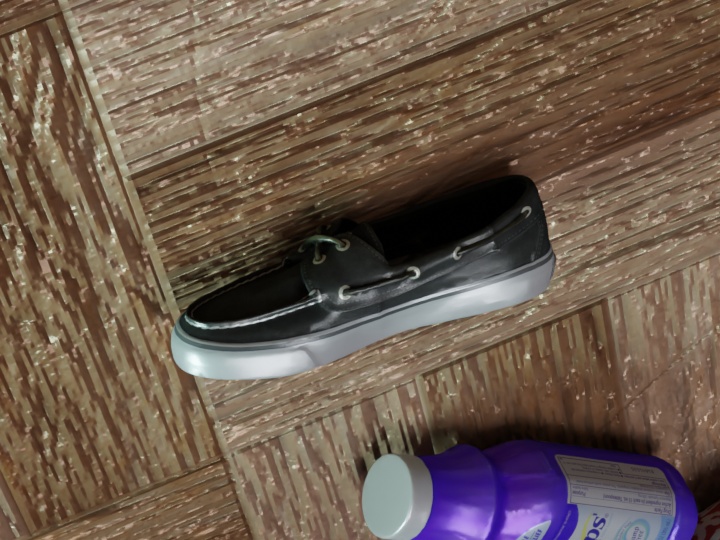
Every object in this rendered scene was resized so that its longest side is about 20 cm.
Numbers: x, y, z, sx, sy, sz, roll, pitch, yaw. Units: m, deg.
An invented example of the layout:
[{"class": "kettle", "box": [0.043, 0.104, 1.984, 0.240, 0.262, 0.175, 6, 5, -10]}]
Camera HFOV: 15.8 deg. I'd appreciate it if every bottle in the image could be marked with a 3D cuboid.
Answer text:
[{"class": "bottle", "box": [0.094, 0.135, 1.454, 0.200, 0.065, 0.084, 10, 128, -36]}]

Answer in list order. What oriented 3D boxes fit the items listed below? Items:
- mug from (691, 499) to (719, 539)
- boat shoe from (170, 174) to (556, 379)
[{"class": "mug", "box": [0.198, 0.236, 1.569, 0.200, 0.133, 0.178, -29, 138, 7]}, {"class": "boat shoe", "box": [0.000, 0.000, 1.272, 0.200, 0.069, 0.057, -15, 119, -16]}]
